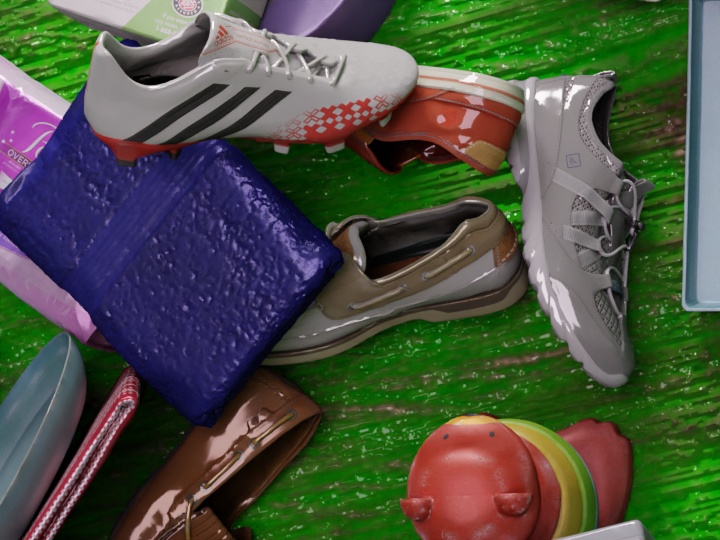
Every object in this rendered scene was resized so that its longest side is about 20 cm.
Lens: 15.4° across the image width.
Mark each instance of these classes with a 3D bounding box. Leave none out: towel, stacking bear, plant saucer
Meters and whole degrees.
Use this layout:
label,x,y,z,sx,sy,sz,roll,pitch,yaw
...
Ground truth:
label,x,y,z,sx,sy,sz,roll,pitch,yaw
towel,-0.171,0.126,1.611,0.022,0.200,0.145,32,91,-5
stacking bear,0.080,0.132,1.532,0.121,0.200,0.115,2,83,16
plant saucer,-0.220,0.131,1.637,0.027,0.200,0.201,30,91,-13
plant saucer,0.233,-0.074,1.614,0.069,0.019,0.202,0,81,16
towel,-0.116,-0.022,1.611,0.200,0.049,0.148,45,108,16

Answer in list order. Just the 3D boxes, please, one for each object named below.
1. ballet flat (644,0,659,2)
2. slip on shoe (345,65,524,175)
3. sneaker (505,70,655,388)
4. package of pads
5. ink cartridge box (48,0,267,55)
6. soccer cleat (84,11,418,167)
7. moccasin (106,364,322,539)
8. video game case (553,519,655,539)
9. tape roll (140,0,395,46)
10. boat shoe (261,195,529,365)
label,x,y,z,sx,sy,sz,roll,pitch,yaw
ballet flat,0.196,-0.195,1.604,0.199,0.068,0.068,-7,41,13
slip on shoe,0.010,-0.092,1.629,0.199,0.074,0.062,7,82,36
sneaker,0.140,-0.030,1.603,0.081,0.075,0.201,-16,78,15
package of pads,-0.207,-0.050,1.704,0.199,0.076,0.121,34,93,17
ink cartridge box,-0.099,-0.233,1.616,0.116,0.067,0.201,19,89,18
soccer cleat,-0.062,-0.114,1.542,0.198,0.086,0.069,-8,43,-8
moccasin,-0.095,0.155,1.650,0.078,0.074,0.202,36,86,25
video game case,0.096,0.198,1.520,0.181,0.200,0.022,-15,65,13
tape roll,-0.072,-0.219,1.686,0.198,0.085,0.202,-2,81,15
boat shoe,0.000,0.000,1.630,0.199,0.069,0.075,-16,42,6
